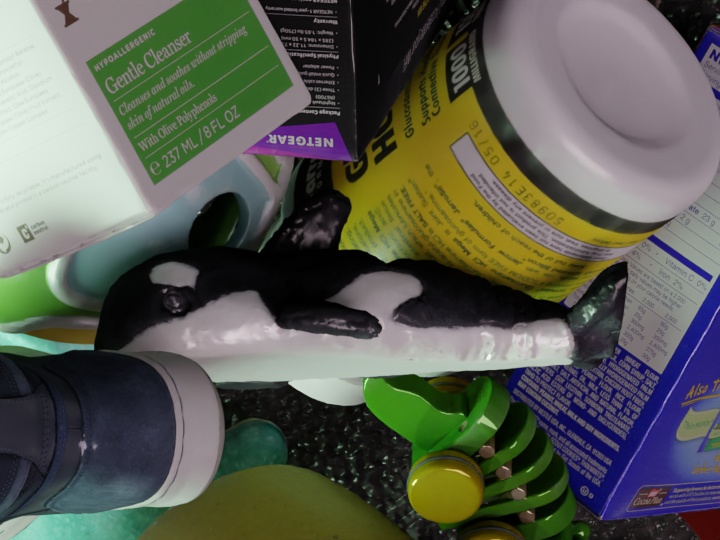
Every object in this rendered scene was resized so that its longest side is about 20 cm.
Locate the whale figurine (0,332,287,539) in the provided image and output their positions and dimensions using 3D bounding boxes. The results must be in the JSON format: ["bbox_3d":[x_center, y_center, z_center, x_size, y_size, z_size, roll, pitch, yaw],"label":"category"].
[{"bbox_3d":[-0.102,0.097,1.247,0.159,0.104,0.200,-12,114,-14],"label":"whale figurine"}]

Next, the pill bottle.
[{"bbox_3d":[0.040,-0.028,1.197,0.112,0.113,0.200,26,135,-28],"label":"pill bottle"}]

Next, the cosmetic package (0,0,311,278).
[{"bbox_3d":[-0.117,-0.113,1.006,0.085,0.108,0.200,-20,104,39],"label":"cosmetic package"}]

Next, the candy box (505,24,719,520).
[{"bbox_3d":[0.161,0.002,1.270,0.169,0.077,0.200,3,120,-59],"label":"candy box"}]

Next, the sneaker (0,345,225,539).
[{"bbox_3d":[-0.165,0.062,1.049,0.146,0.202,0.077,-1,81,-40],"label":"sneaker"}]

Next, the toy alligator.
[{"bbox_3d":[0.067,0.102,1.208,0.054,0.059,0.200,-22,120,18],"label":"toy alligator"}]

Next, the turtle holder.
[{"bbox_3d":[-0.107,-0.024,1.151,0.132,0.141,0.186,24,73,-16],"label":"turtle holder"}]

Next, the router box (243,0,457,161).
[{"bbox_3d":[-0.001,-0.147,1.116,0.051,0.200,0.149,5,116,13],"label":"router box"}]

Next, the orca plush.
[{"bbox_3d":[0.000,0.000,1.113,0.200,0.105,0.071,-4,78,-2],"label":"orca plush"}]

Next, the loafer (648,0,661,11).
[{"bbox_3d":[0.102,-0.082,1.263,0.071,0.073,0.200,-12,125,-30],"label":"loafer"}]

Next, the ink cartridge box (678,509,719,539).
[{"bbox_3d":[0.243,0.069,1.324,0.200,0.163,0.057,-32,119,-3],"label":"ink cartridge box"}]

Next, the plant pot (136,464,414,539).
[{"bbox_3d":[-0.007,0.193,1.195,0.200,0.142,0.200,-20,119,-43],"label":"plant pot"}]
